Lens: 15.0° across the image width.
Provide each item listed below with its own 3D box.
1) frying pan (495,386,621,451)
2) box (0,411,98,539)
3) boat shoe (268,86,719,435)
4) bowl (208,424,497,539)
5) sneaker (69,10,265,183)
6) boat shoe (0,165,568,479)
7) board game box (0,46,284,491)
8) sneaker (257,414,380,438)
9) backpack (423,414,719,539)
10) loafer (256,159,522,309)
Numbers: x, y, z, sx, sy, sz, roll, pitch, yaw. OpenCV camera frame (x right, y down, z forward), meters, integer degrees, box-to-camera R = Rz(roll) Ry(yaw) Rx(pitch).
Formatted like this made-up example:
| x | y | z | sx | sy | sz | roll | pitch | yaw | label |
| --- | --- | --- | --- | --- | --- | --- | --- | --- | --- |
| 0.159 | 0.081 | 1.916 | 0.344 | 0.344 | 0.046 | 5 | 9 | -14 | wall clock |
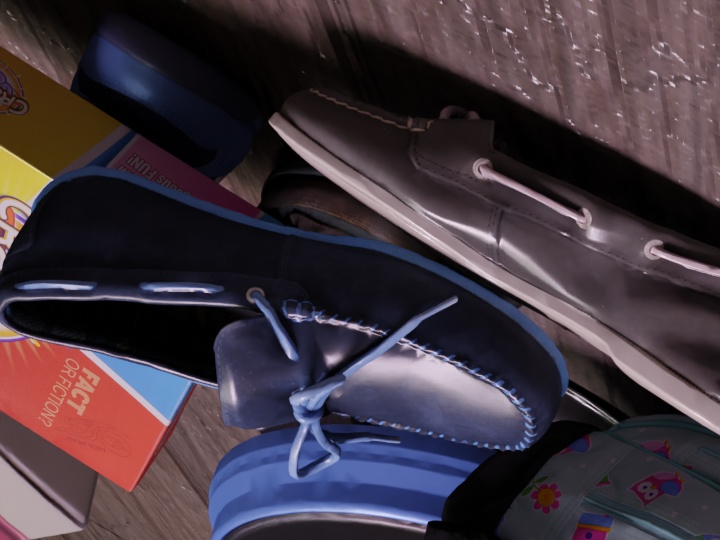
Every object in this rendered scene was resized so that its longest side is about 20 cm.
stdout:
| x | y | z | sx | sy | sz | roll | pitch | yaw | label |
| --- | --- | --- | --- | --- | --- | --- | --- | --- | --- |
| 0.109 | 0.098 | 1.203 | 0.115 | 0.031 | 0.190 | 16 | 155 | 50 | frying pan |
| -0.254 | 0.085 | 1.574 | 0.199 | 0.128 | 0.109 | -14 | 139 | 28 | box |
| 0.063 | -0.015 | 0.895 | 0.199 | 0.057 | 0.067 | 33 | 179 | 17 | boat shoe |
| 0.027 | 0.130 | 1.208 | 0.199 | 0.040 | 0.201 | 12 | 153 | 6 | bowl |
| -0.092 | -0.038 | 1.068 | 0.074 | 0.082 | 0.200 | 34 | 162 | 0 | sneaker |
| -0.030 | 0.030 | 0.922 | 0.199 | 0.069 | 0.084 | 13 | 139 | 24 | boat shoe |
| -0.142 | -0.017 | 1.038 | 0.199 | 0.040 | 0.153 | 32 | 142 | 1 | board game box |
| -0.023 | 0.058 | 1.244 | 0.200 | 0.076 | 0.114 | 38 | 163 | -29 | sneaker |
| 0.143 | 0.137 | 1.046 | 0.199 | 0.127 | 0.167 | 20 | 158 | 45 | backpack |
| 0.000 | 0.000 | 1.033 | 0.072 | 0.063 | 0.200 | 39 | 165 | -21 | loafer |
